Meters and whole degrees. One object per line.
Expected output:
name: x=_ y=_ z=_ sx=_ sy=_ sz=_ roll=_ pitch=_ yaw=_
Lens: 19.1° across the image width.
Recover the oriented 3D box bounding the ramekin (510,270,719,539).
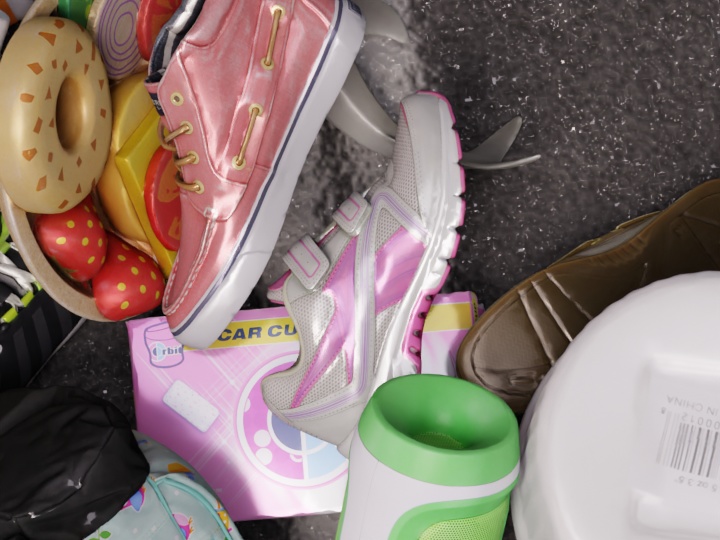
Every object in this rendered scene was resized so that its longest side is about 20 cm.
ramekin: x=0.172 y=0.097 z=1.035 sx=0.200 sy=0.098 sz=0.201 roll=-1 pitch=73 yaw=3

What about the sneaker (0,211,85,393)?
sneaker: x=-0.195 y=0.027 z=1.177 sx=0.072 sy=0.083 sz=0.200 roll=28 pitch=86 yaw=2

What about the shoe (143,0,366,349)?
shoe: x=-0.079 y=-0.065 z=1.113 sx=0.091 sy=0.071 sz=0.201 roll=24 pitch=93 yaw=-20

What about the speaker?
speaker: x=0.024 y=0.155 z=1.074 sx=0.088 sy=0.089 sz=0.201 roll=11 pitch=118 yaw=1

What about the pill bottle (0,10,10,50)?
pill bottle: x=-0.251 y=-0.051 z=1.108 sx=0.109 sy=0.109 sz=0.201 roll=22 pitch=100 yaw=2

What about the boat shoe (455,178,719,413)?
boat shoe: x=0.133 y=0.021 z=1.168 sx=0.200 sy=0.066 sz=0.074 roll=-28 pitch=86 yaw=-19

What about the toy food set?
toy food set: x=-0.125 y=-0.073 z=1.139 sx=0.049 sy=0.200 sz=0.198 roll=2 pitch=41 yaw=30

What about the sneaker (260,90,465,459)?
sneaker: x=0.000 y=0.000 z=1.111 sx=0.088 sy=0.081 sz=0.201 roll=15 pitch=86 yaw=-1

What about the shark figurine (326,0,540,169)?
shark figurine: x=-0.005 y=-0.116 z=1.190 sx=0.128 sy=0.090 sz=0.215 roll=-35 pitch=84 yaw=-2

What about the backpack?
backpack: x=-0.119 y=0.159 z=1.070 sx=0.126 sy=0.167 sz=0.200 roll=-36 pitch=115 yaw=-14

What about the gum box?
gum box: x=-0.023 y=0.077 z=1.181 sx=0.199 sy=0.066 sz=0.114 roll=-5 pitch=86 yaw=0

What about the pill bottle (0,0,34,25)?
pill bottle: x=-0.290 y=-0.152 z=1.178 sx=0.200 sy=0.113 sz=0.113 roll=-25 pitch=86 yaw=-3
